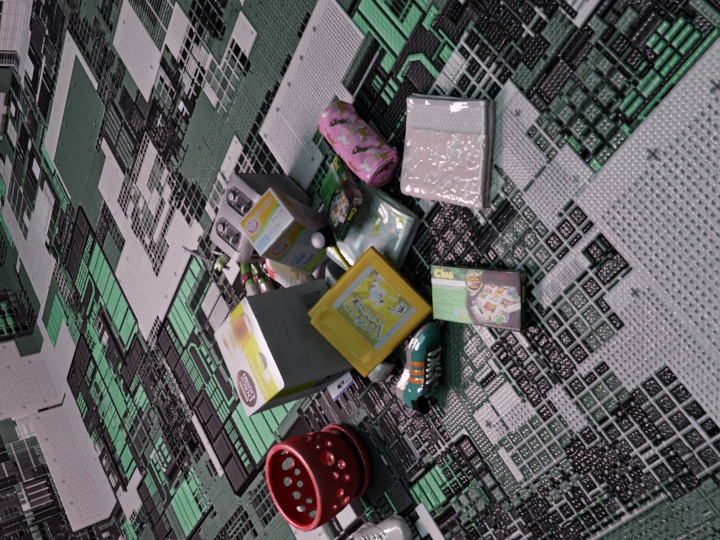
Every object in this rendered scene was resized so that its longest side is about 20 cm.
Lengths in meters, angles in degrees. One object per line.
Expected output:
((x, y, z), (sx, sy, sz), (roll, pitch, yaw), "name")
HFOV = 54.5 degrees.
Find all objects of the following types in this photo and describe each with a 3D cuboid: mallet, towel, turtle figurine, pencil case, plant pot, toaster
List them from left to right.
((-0.312, -0.007, 1.760), (0.195, 0.199, 0.144), (63, 171, 10), "turtle figurine")
((-0.223, -0.122, 1.606), (0.119, 0.199, 0.182), (42, 120, 30), "toaster")
((-0.088, 0.462, 1.587), (0.200, 0.182, 0.202), (14, 108, 46), "plant pot")
((-0.030, -0.004, 1.406), (0.041, 0.066, 0.201), (-41, 74, 37), "mallet")
((-0.004, -0.256, 1.397), (0.200, 0.086, 0.083), (50, 150, 27), "pencil case")
((0.022, -0.068, 1.420), (0.171, 0.048, 0.201), (40, 123, 30), "towel")
((0.153, -0.218, 1.267), (0.199, 0.032, 0.193), (18, 113, 46), "towel")

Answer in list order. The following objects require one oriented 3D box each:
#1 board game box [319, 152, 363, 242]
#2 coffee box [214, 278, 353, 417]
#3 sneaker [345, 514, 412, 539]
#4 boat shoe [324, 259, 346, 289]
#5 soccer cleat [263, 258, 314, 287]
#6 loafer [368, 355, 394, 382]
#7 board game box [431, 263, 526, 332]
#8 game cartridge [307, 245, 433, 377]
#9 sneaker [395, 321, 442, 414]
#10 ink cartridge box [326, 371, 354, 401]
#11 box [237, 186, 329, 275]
((-0.042, -0.154, 1.433), (0.201, 0.023, 0.105), (-110, 37, -53), "board game box")
((-0.159, 0.163, 1.478), (0.198, 0.199, 0.201), (-43, 67, 47), "coffee box")
((0.035, 0.601, 1.545), (0.200, 0.099, 0.078), (-39, 70, 45), "sneaker")
((-0.015, 0.067, 1.472), (0.202, 0.074, 0.065), (54, 145, 27), "boat shoe")
((-0.143, 0.022, 1.576), (0.085, 0.069, 0.201), (7, 143, 37), "soccer cleat")
((0.005, 0.145, 1.498), (0.200, 0.070, 0.070), (50, 127, 18), "loafer")
((0.210, 0.046, 1.261), (0.199, 0.023, 0.106), (7, 105, 47), "board game box")
((0.017, 0.082, 1.380), (0.176, 0.032, 0.200), (44, 102, 1), "game cartridge")
((0.131, 0.194, 1.368), (0.080, 0.071, 0.201), (37, 131, 32), "sneaker")
((-0.071, 0.181, 1.567), (0.100, 0.039, 0.201), (-48, 63, 42), "ink cartridge box")
((-0.147, -0.080, 1.489), (0.113, 0.200, 0.102), (-45, 62, 11), "box")
